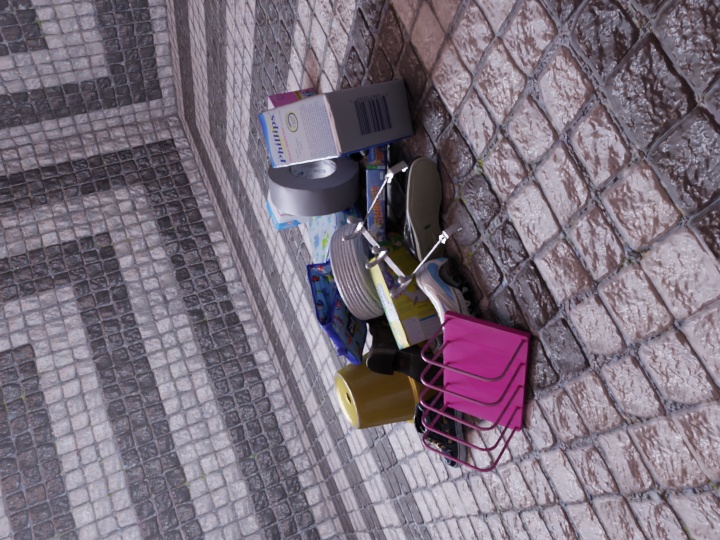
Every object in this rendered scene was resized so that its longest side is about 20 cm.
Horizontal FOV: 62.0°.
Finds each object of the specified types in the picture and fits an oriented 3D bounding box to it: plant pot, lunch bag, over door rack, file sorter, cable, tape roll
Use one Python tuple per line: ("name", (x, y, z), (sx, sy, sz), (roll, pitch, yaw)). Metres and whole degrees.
("plant pot", (0.052, 0.250, 1.302), (0.201, 0.189, 0.201), (52, 151, 44))
("lunch bag", (-0.046, 0.095, 1.261), (0.151, 0.094, 0.200), (59, -159, -43))
("over door rack", (0.054, -0.060, 0.994), (0.148, 0.067, 0.200), (50, 138, 11))
("file sorter", (0.173, 0.193, 0.943), (0.139, 0.125, 0.200), (15, 127, 29))
("cable", (0.000, 0.000, 1.216), (0.200, 0.069, 0.200), (-77, -34, -62))
("lunch bag", (-0.057, -0.102, 1.374), (0.200, 0.082, 0.161), (-111, 33, -50))
("tape roll", (-0.101, -0.196, 1.311), (0.200, 0.200, 0.066), (49, 151, 48))

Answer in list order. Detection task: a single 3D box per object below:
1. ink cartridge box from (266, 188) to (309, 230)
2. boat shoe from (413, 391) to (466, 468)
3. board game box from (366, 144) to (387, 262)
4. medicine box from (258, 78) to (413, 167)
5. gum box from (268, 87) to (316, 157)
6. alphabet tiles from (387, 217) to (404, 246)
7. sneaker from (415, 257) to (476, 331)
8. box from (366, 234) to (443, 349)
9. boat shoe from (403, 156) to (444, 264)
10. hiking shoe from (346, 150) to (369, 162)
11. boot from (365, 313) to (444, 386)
("ink cartridge box", (-0.153, -0.196, 1.533), (0.085, 0.144, 0.200), (66, 160, 17))
("boat shoe", (0.159, 0.334, 1.231), (0.071, 0.091, 0.201), (39, 142, 57))
("board game box", (0.033, -0.130, 1.149), (0.136, 0.034, 0.200), (-83, -7, -55))
("medicine box", (-0.043, -0.257, 1.054), (0.200, 0.182, 0.103), (2, 111, 49))
("gum box", (-0.164, -0.342, 1.482), (0.066, 0.113, 0.200), (61, 157, 29))
("alphabet tiles", (0.074, -0.029, 1.274), (0.200, 0.008, 0.168), (-138, 35, -55))
("sneaker", (0.168, 0.068, 1.026), (0.072, 0.072, 0.200), (-36, 80, 26))
("box", (0.091, 0.034, 1.114), (0.048, 0.117, 0.200), (-33, 74, 61))
("boat shoe", (0.099, -0.104, 1.043), (0.068, 0.072, 0.200), (39, 144, 50))
("hiking shoe", (-0.030, -0.264, 1.249), (0.200, 0.074, 0.087), (-175, 70, -69))
("boot", (0.100, 0.141, 1.210), (0.174, 0.199, 0.069), (-80, 3, -60))
